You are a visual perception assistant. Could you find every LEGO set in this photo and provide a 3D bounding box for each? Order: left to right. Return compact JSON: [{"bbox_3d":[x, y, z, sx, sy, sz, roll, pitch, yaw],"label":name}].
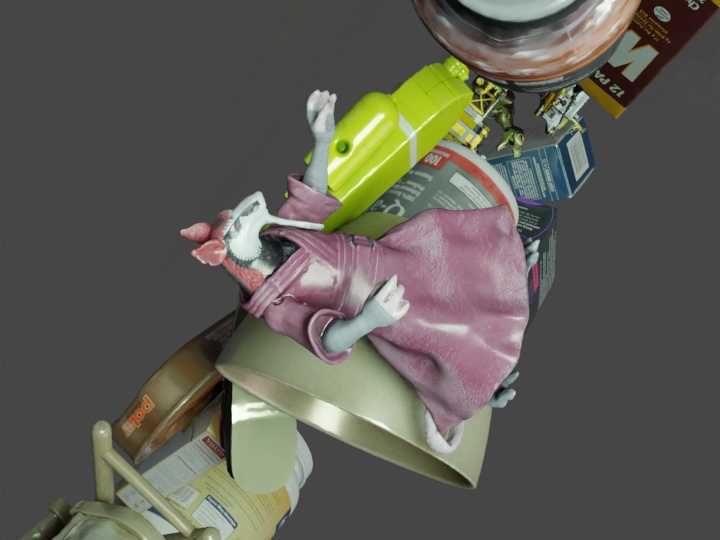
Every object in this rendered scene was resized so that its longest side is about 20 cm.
[{"bbox_3d":[0.153,-0.146,1.007,0.154,0.116,0.200,-50,-179,3],"label":"LEGO set"}]

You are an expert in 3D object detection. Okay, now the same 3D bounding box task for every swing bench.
[{"bbox_3d":[-0.231,0.245,0.752,0.199,0.130,0.200,-45,176,-38],"label":"swing bench"}]

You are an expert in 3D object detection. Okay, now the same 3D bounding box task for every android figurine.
[{"bbox_3d":[0.006,-0.079,0.741,0.200,0.041,0.182,-44,175,1],"label":"android figurine"}]

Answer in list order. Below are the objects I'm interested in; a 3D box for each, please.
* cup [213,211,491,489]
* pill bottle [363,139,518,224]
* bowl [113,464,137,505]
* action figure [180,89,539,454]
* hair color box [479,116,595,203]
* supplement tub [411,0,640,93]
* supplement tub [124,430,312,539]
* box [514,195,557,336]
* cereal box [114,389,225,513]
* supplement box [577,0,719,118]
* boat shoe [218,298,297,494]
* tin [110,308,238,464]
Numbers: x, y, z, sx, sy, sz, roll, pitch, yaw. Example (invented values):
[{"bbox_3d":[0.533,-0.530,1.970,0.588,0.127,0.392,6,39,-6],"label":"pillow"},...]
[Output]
[{"bbox_3d":[0.017,0.046,0.741,0.200,0.198,0.145,117,-1,-76],"label":"cup"},{"bbox_3d":[0.039,-0.006,0.906,0.200,0.116,0.116,-50,177,-20],"label":"pill bottle"},{"bbox_3d":[-0.290,0.316,1.218,0.200,0.075,0.200,-44,176,-33],"label":"bowl"},{"bbox_3d":[-0.004,0.004,0.581,0.149,0.197,0.135,121,-25,-49],"label":"action figure"},{"bbox_3d":[0.142,-0.104,1.129,0.198,0.061,0.100,-9,-161,32],"label":"hair color box"},{"bbox_3d":[0.077,-0.137,0.470,0.107,0.107,0.200,-48,176,12],"label":"supplement tub"},{"bbox_3d":[-0.155,0.251,1.139,0.200,0.144,0.145,-47,177,-37],"label":"supplement tub"},{"bbox_3d":[0.102,0.023,1.028,0.201,0.121,0.107,-53,150,-35],"label":"box"},{"bbox_3d":[-0.147,0.149,1.021,0.200,0.040,0.144,-37,-169,44],"label":"cereal box"},{"bbox_3d":[0.211,-0.243,0.684,0.197,0.133,0.200,-46,176,-12],"label":"supplement box"},{"bbox_3d":[-0.074,0.071,0.834,0.063,0.073,0.205,-146,-117,-69],"label":"boat shoe"},{"bbox_3d":[-0.140,0.092,0.888,0.112,0.042,0.200,-45,178,22],"label":"tin"}]
